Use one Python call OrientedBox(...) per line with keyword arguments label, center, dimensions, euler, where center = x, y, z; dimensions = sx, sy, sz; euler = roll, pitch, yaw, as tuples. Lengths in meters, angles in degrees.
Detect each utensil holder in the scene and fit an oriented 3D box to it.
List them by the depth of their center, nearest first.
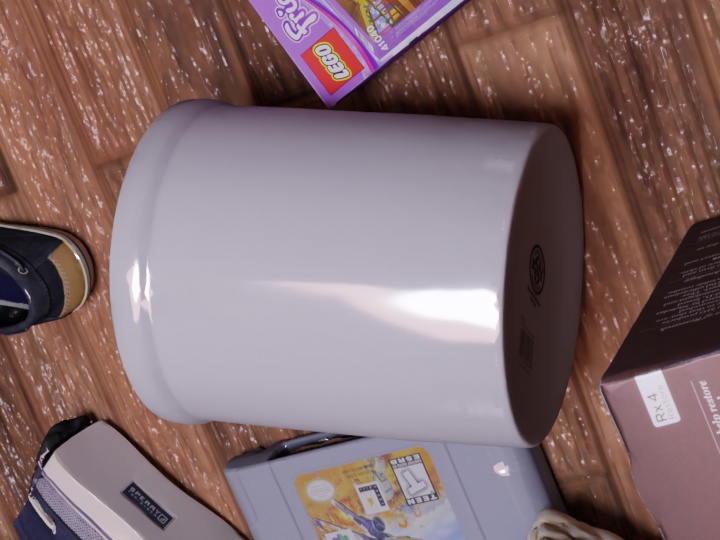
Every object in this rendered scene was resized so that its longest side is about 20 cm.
OrientedBox(label="utensil holder", center=(0.000, 0.000, 0.825), dimensions=(0.197, 0.170, 0.172), euler=(3, 113, 21))

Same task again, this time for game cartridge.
OrientedBox(label="game cartridge", center=(0.025, 0.151, 0.955), dimensions=(0.198, 0.041, 0.135), euler=(-17, 99, 30))

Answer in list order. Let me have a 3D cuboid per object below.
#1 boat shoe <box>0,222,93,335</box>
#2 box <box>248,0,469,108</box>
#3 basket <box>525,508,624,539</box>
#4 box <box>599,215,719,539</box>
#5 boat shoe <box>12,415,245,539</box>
OrientedBox(label="boat shoe", center=(-0.261, 0.003, 1.010), dimensions=(0.198, 0.062, 0.076), euler=(4, 115, 25))
OrientedBox(label="box", center=(-0.022, -0.203, 0.819), dimensions=(0.136, 0.039, 0.201), euler=(-34, 95, 32))
OrientedBox(label="basket", center=(0.140, 0.255, 0.831), dimensions=(0.198, 0.198, 0.162), euler=(21, 111, 1))
OrientedBox(label="box", center=(0.178, 0.045, 0.737), dimensions=(0.074, 0.200, 0.101), euler=(-18, 104, 30))
OrientedBox(label="boat shoe", center=(-0.135, 0.189, 1.033), dimensions=(0.200, 0.074, 0.093), euler=(45, 130, 10))
